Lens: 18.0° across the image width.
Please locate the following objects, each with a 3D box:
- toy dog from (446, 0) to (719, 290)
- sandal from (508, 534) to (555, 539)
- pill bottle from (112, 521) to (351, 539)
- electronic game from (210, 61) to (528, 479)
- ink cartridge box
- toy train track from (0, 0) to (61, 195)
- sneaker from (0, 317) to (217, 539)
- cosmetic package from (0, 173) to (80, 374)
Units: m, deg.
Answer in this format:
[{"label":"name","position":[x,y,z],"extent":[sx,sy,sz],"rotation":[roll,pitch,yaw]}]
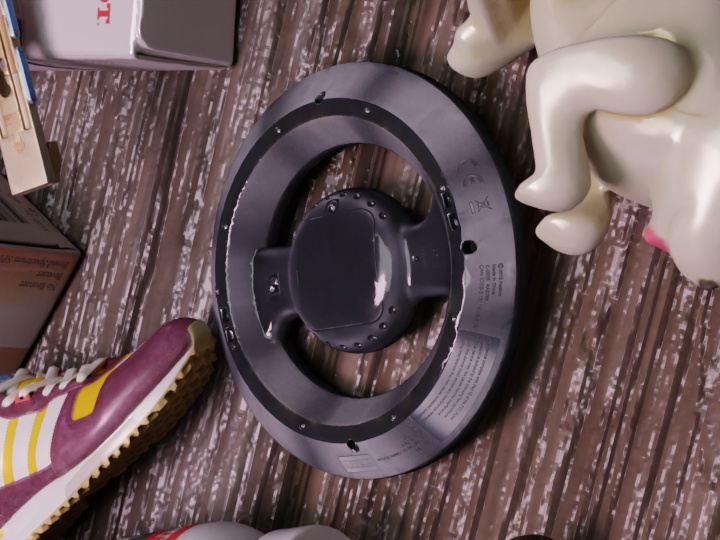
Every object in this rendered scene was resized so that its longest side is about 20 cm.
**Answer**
[{"label":"toy dog","position":[0.141,-0.079,0.964],"extent":[0.193,0.140,0.201],"rotation":[-28,65,-9]},{"label":"sandal","position":[0.061,0.219,1.021],"extent":[0.054,0.081,0.201],"rotation":[-2,87,51]},{"label":"pill bottle","position":[-0.093,0.184,1.105],"extent":[0.199,0.116,0.117],"rotation":[-15,79,33]},{"label":"electronic game","position":[0.000,0.000,1.096],"extent":[0.199,0.041,0.201],"rotation":[0,90,43]},{"label":"ink cartridge box","position":[-0.161,-0.180,1.195],"extent":[0.199,0.084,0.146],"rotation":[4,91,35]},{"label":"toy train track","position":[-0.182,-0.138,1.140],"extent":[0.114,0.032,0.201],"rotation":[-17,85,27]},{"label":"sneaker","position":[-0.161,0.077,1.173],"extent":[0.200,0.075,0.090],"rotation":[-44,82,20]},{"label":"cosmetic package","position":[-0.251,0.046,1.234],"extent":[0.087,0.103,0.201],"rotation":[41,111,30]}]
